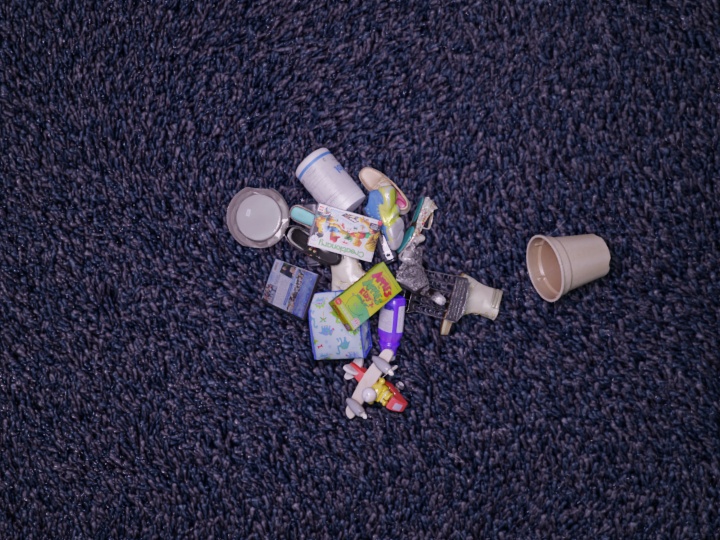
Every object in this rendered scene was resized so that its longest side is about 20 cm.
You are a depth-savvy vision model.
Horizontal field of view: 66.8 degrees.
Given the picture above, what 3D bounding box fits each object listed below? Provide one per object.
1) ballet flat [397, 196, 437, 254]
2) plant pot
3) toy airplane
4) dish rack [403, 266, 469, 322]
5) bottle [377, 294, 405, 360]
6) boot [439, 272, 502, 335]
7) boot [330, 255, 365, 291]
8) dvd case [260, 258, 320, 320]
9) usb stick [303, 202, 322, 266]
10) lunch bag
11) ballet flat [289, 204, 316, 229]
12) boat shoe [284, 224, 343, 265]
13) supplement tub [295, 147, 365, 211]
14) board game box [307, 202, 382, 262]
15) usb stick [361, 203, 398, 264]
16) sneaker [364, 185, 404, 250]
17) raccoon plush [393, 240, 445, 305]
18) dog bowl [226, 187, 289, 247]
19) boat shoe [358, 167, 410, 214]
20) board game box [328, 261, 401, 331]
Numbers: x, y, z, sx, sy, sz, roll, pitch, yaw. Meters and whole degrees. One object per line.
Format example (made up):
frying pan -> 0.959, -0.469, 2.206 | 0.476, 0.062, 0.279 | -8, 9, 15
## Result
ballet flat -> 0.182, -0.131, 1.699 | 0.063, 0.076, 0.201 | 24, 92, -13
plant pot -> 0.626, -0.025, 1.628 | 0.182, 0.200, 0.203 | -13, 87, -10
toy airplane -> 0.028, 0.345, 1.648 | 0.197, 0.141, 0.202 | -11, 98, 17
dish rack -> 0.229, 0.071, 1.651 | 0.199, 0.054, 0.155 | 13, 87, 40
bottle -> 0.093, 0.175, 1.681 | 0.065, 0.083, 0.202 | -2, 101, -33
boot -> 0.340, 0.127, 1.682 | 0.153, 0.072, 0.202 | 23, 88, 1
boot -> 0.000, 0.000, 1.690 | 0.198, 0.072, 0.156 | -8, 87, 9
dvd case -> -0.218, 0.056, 1.679 | 0.199, 0.017, 0.144 | 19, 90, 37
usb stick -> -0.148, -0.114, 1.722 | 0.055, 0.033, 0.202 | -4, 88, 4
lunch bag -> -0.063, 0.157, 1.651 | 0.168, 0.127, 0.202 | -6, 103, 13
ballet flat -> -0.122, -0.143, 1.666 | 0.199, 0.067, 0.068 | 32, 96, -5
boat shoe -> -0.146, -0.074, 1.664 | 0.200, 0.063, 0.074 | 31, 96, 15
supplement tub -> -0.093, -0.263, 1.685 | 0.132, 0.132, 0.200 | -40, 87, 0
board game box -> -0.046, -0.112, 1.615 | 0.198, 0.035, 0.127 | 14, 98, -12
usb stick -> 0.061, -0.118, 1.721 | 0.055, 0.033, 0.202 | -22, 87, 1
sneaker -> 0.072, -0.163, 1.682 | 0.104, 0.076, 0.202 | 6, 110, 36
raccoon plush -> 0.191, 0.006, 1.632 | 0.199, 0.097, 0.135 | 29, 84, 13
dog bowl -> -0.317, -0.166, 1.726 | 0.198, 0.059, 0.202 | 0, 87, 2
boat shoe -> 0.078, -0.256, 1.707 | 0.200, 0.069, 0.074 | 39, 90, 3
board game box -> 0.015, 0.074, 1.577 | 0.200, 0.048, 0.102 | -38, 97, -25
